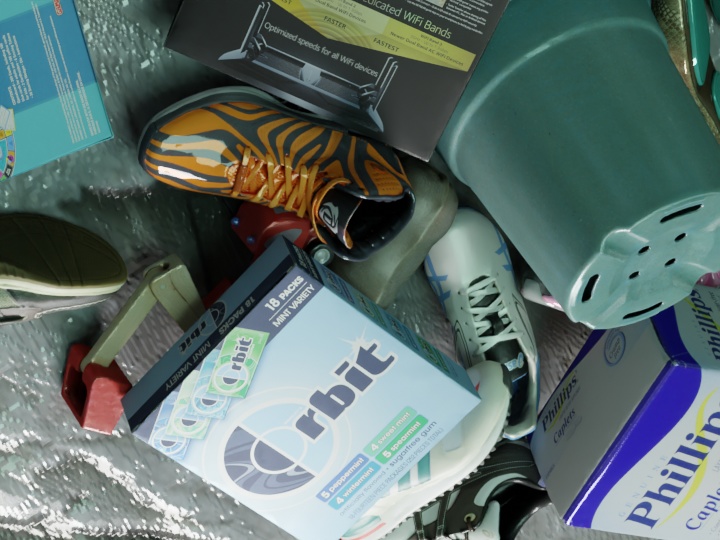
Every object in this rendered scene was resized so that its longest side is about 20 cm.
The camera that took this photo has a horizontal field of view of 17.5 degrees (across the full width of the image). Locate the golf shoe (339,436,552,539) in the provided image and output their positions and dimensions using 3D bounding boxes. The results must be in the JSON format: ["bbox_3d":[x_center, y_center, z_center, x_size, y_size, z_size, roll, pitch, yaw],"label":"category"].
[{"bbox_3d":[0.066,0.201,1.833,0.200,0.094,0.078,-39,126,-5],"label":"golf shoe"}]

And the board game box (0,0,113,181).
[{"bbox_3d":[-0.276,-0.123,1.525,0.199,0.047,0.151,-23,122,-17],"label":"board game box"}]

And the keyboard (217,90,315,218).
[{"bbox_3d":[-0.026,-0.118,1.675,0.200,0.040,0.104,-33,134,-3],"label":"keyboard"}]

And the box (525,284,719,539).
[{"bbox_3d":[0.262,0.113,1.799,0.199,0.105,0.184,11,128,-25],"label":"box"}]

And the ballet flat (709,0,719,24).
[{"bbox_3d":[0.295,-0.236,1.732,0.067,0.067,0.200,-60,160,-11],"label":"ballet flat"}]

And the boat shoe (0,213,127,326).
[{"bbox_3d":[-0.254,0.006,1.590,0.199,0.073,0.065,3,133,-35],"label":"boat shoe"}]

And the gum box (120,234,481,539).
[{"bbox_3d":[-0.041,0.092,1.669,0.170,0.045,0.200,-45,126,13],"label":"gum box"}]

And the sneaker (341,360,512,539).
[{"bbox_3d":[0.025,0.128,1.764,0.093,0.070,0.200,34,120,-27],"label":"sneaker"}]

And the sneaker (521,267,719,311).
[{"bbox_3d":[0.204,-0.022,1.818,0.199,0.079,0.096,-14,112,-36],"label":"sneaker"}]

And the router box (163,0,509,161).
[{"bbox_3d":[-0.011,-0.184,1.562,0.199,0.052,0.158,24,120,-7],"label":"router box"}]

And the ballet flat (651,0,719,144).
[{"bbox_3d":[0.240,-0.149,1.772,0.065,0.071,0.200,-4,133,22],"label":"ballet flat"}]

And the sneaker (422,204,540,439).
[{"bbox_3d":[0.100,0.039,1.789,0.072,0.072,0.201,-26,121,-14],"label":"sneaker"}]

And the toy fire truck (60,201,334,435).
[{"bbox_3d":[-0.115,0.028,1.671,0.141,0.049,0.201,14,110,-34],"label":"toy fire truck"}]

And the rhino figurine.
[{"bbox_3d":[0.000,0.000,1.706,0.060,0.087,0.200,31,95,-34],"label":"rhino figurine"}]

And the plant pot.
[{"bbox_3d":[0.164,-0.078,1.650,0.200,0.196,0.200,-23,152,-13],"label":"plant pot"}]

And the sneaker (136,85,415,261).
[{"bbox_3d":[-0.047,-0.064,1.600,0.199,0.112,0.078,0,125,-28],"label":"sneaker"}]
